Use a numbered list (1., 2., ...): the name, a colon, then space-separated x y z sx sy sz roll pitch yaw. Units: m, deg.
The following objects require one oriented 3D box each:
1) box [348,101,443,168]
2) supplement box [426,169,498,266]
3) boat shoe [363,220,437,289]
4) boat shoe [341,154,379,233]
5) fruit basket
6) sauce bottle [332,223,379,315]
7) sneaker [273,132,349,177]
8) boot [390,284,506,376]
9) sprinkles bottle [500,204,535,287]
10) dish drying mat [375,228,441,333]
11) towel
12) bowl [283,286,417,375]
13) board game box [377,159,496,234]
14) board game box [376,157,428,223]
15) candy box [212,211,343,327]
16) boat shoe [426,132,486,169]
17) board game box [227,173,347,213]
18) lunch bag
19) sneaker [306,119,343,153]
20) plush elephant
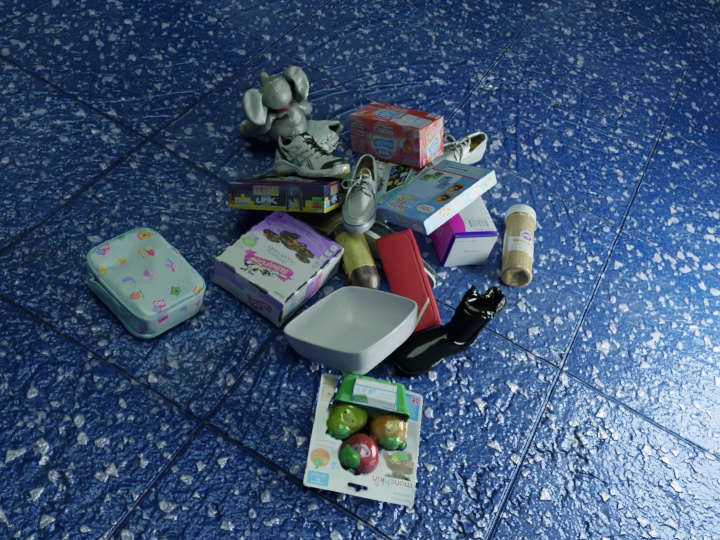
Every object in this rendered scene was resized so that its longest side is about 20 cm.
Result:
1. box: 0.081 -0.310 1.812 0.199 0.096 0.100 19 38 32
2. supplement box: 0.205 -0.116 1.720 0.100 0.104 0.201 -3 52 -18
3. boat shoe: 0.084 -0.037 1.632 0.200 0.076 0.060 38 55 16
4. boat shoe: 0.003 -0.167 1.609 0.074 0.086 0.203 4 44 12
5. fruit basket: 0.010 0.274 1.322 0.184 0.094 0.201 13 50 -5
6. sauce bottle: 0.000 0.000 1.576 0.064 0.065 0.201 -7 58 -22
7. sneaker: -0.105 -0.235 1.619 0.199 0.088 0.075 11 12 39
8. boot: 0.161 0.105 1.462 0.199 0.168 0.077 -18 63 -29
9. sprinkles bottle: 0.343 -0.055 1.731 0.068 0.068 0.201 16 47 -2
10. dish drying mat: 0.093 0.021 1.558 0.076 0.018 0.201 -17 79 1
11. towel: -0.062 -0.152 1.688 0.146 0.022 0.200 21 50 32
12. bowl: -0.010 0.113 1.430 0.199 0.075 0.199 11 33 39
13. board game box: 0.154 -0.153 1.618 0.200 0.037 0.151 -35 33 -23
14. board game box: 0.049 -0.180 1.747 0.126 0.035 0.200 16 43 28
15. candy box: -0.157 -0.011 1.536 0.167 0.072 0.200 33 48 14
16. boat shoe: 0.229 -0.281 1.874 0.201 0.086 0.075 -26 60 -34
17. board game box: -0.141 -0.157 1.593 0.198 0.057 0.165 4 12 13
18. lunch bag: -0.392 0.021 1.435 0.200 0.077 0.160 41 52 20
19. sneaker: -0.097 -0.276 1.770 0.087 0.075 0.201 -9 43 25
20. plush elephant: -0.183 -0.362 1.736 0.164 0.156 0.200 -24 35 -14
